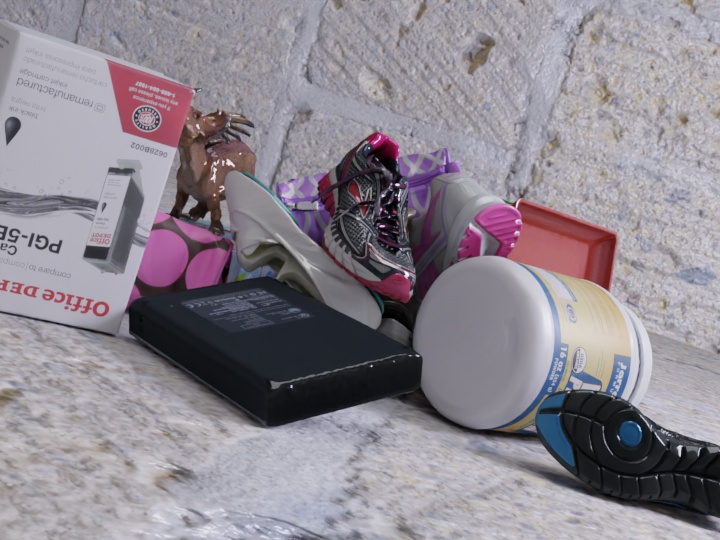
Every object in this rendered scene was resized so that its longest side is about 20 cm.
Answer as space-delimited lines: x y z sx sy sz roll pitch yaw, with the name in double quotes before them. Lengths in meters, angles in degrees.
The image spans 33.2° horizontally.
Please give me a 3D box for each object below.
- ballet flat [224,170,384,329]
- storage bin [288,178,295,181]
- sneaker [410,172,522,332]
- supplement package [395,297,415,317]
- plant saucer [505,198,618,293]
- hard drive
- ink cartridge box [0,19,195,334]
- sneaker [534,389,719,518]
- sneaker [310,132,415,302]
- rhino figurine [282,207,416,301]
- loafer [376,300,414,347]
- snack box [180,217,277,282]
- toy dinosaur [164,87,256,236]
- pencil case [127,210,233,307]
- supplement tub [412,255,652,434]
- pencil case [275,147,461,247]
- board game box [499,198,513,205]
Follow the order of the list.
"ballet flat" -0.066 -0.009 1.048 0.200 0.070 0.069 43 13 17
"storage bin" -0.048 -0.038 1.578 0.092 0.137 0.200 18 5 10
"sneaker" 0.087 -0.013 1.124 0.080 0.202 0.089 -11 51 -27
"supplement package" 0.090 0.030 1.370 0.120 0.121 0.200 25 2 -21
"plant saucer" 0.186 0.042 1.234 0.036 0.203 0.198 8 -3 42
"hard drive" -0.067 0.054 0.908 0.138 0.033 0.199 -9 21 -37
"ink cartridge box" -0.229 -0.067 0.914 0.145 0.203 0.083 14 9 -32
"sneaker" 0.225 0.154 0.968 0.197 0.074 0.082 23 -12 -7
"sneaker" 0.011 -0.050 1.050 0.080 0.075 0.201 28 26 -30
"rhino figurine" 0.000 0.000 1.146 0.198 0.089 0.060 -15 36 -39
"loafer" 0.027 0.064 1.134 0.069 0.071 0.200 18 5 -1
"snack box" -0.152 -0.007 1.290 0.167 0.069 0.199 20 4 24
"toy dinosaur" -0.147 -0.112 1.274 0.085 0.138 0.200 17 4 14
"pencil case" -0.210 -0.011 1.045 0.197 0.095 0.091 16 -39 -17
"supplement tub" 0.157 0.072 1.075 0.198 0.147 0.144 12 7 -45
"pencil case" 0.005 -0.071 1.227 0.197 0.085 0.086 -12 -22 1
"board game box" 0.081 -0.055 1.281 0.199 0.095 0.030 23 -34 52
